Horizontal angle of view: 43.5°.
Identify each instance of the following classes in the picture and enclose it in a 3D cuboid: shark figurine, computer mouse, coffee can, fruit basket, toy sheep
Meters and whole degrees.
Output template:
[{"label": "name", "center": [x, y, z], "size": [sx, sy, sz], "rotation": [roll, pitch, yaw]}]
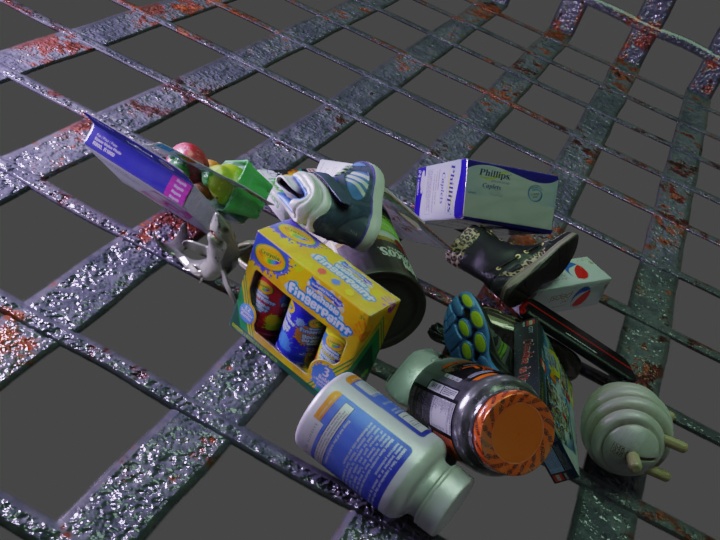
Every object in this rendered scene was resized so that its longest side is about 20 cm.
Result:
[{"label": "shark figurine", "center": [-0.205, -0.024, 1.293], "size": [0.089, 0.128, 0.214], "rotation": [-33, 15, -31]}, {"label": "computer mouse", "center": [0.110, 0.137, 1.298], "size": [0.110, 0.044, 0.200], "rotation": [35, 35, 18]}, {"label": "coffee can", "center": [0.000, 0.000, 1.340], "size": [0.146, 0.146, 0.200], "rotation": [7, 35, -22]}, {"label": "fruit basket", "center": [-0.248, -0.144, 1.408], "size": [0.200, 0.094, 0.185], "rotation": [21, -4, -26]}, {"label": "toy sheep", "center": [0.371, 0.223, 1.245], "size": [0.138, 0.138, 0.200], "rotation": [22, 15, 1]}]

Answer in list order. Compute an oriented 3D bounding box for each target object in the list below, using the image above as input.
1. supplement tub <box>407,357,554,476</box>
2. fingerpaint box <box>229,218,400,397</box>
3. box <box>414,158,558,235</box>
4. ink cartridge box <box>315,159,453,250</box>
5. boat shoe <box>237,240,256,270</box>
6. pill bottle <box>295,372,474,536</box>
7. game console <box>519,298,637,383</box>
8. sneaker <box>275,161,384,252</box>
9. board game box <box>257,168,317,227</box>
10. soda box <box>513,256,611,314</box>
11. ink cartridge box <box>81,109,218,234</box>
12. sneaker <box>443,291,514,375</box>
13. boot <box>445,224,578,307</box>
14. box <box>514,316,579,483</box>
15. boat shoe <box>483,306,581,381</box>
[{"label": "supplement tub", "center": [0.147, 0.180, 1.109], "size": [0.122, 0.123, 0.200], "rotation": [9, 1, -19]}, {"label": "fingerpaint box", "center": [-0.067, 0.057, 1.200], "size": [0.200, 0.167, 0.073], "rotation": [37, 35, 22]}, {"label": "box", "center": [0.219, -0.126, 1.608], "size": [0.184, 0.105, 0.200], "rotation": [7, -2, -21]}, {"label": "ink cartridge box", "center": [0.044, -0.107, 1.469], "size": [0.173, 0.044, 0.200], "rotation": [14, -16, 43]}, {"label": "boat shoe", "center": [-0.112, -0.008, 1.305], "size": [0.063, 0.071, 0.200], "rotation": [17, 1, -38]}, {"label": "pill bottle", "center": [0.030, 0.220, 1.067], "size": [0.200, 0.112, 0.112], "rotation": [35, 35, 20]}, {"label": "game console", "center": [0.334, 0.112, 1.404], "size": [0.200, 0.031, 0.177], "rotation": [33, 11, 7]}, {"label": "sneaker", "center": [-0.047, -0.118, 1.259], "size": [0.146, 0.081, 0.200], "rotation": [26, 32, -20]}, {"label": "board game box", "center": [-0.086, -0.108, 1.552], "size": [0.126, 0.035, 0.200], "rotation": [-7, 42, -36]}, {"label": "soda box", "center": [0.342, 0.029, 1.574], "size": [0.200, 0.064, 0.068], "rotation": [-8, 42, -37]}, {"label": "ink cartridge box", "center": [-0.314, -0.139, 1.348], "size": [0.196, 0.043, 0.200], "rotation": [31, -9, 17]}, {"label": "sneaker", "center": [0.182, 0.124, 1.289], "size": [0.200, 0.071, 0.083], "rotation": [62, 27, 0]}, {"label": "boot", "center": [0.253, -0.031, 1.496], "size": [0.151, 0.073, 0.200], "rotation": [32, 54, 33]}, {"label": "box", "center": [0.258, 0.176, 1.257], "size": [0.137, 0.038, 0.200], "rotation": [59, 23, -23]}, {"label": "boat shoe", "center": [0.252, 0.105, 1.401], "size": [0.200, 0.075, 0.073], "rotation": [26, 33, 5]}]
